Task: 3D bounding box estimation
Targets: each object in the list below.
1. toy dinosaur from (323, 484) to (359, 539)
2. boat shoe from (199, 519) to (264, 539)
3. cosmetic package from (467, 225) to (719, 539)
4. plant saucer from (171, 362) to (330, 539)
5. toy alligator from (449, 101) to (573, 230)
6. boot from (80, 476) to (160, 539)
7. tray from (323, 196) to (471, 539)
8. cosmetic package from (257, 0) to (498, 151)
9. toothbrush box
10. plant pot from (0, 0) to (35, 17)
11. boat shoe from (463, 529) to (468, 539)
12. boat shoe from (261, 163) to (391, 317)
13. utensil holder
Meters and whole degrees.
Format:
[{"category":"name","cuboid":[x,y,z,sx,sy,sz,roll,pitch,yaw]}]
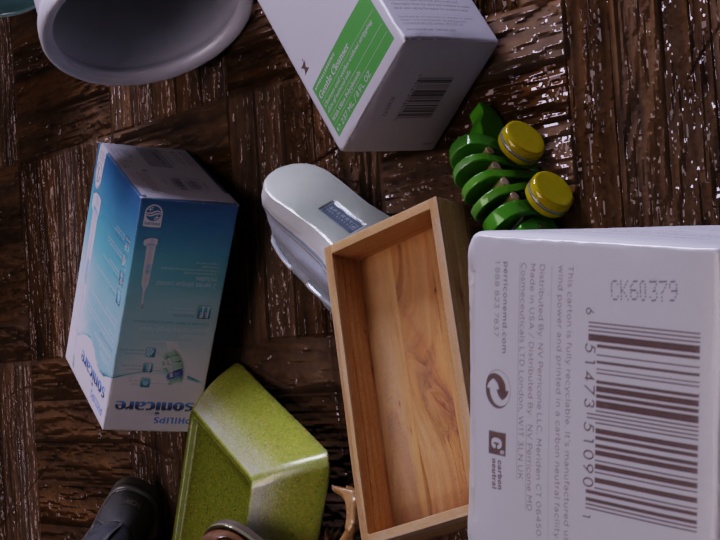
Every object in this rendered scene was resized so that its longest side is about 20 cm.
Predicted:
[{"category":"toy dinosaur","cuboid":[0.009,0.208,1.167,0.200,0.060,0.107,-167,82,-82]},{"category":"boat shoe","cuboid":[-0.069,0.277,1.193,0.072,0.068,0.200,-25,94,43]},{"category":"cosmetic package","cuboid":[0.178,0.061,0.824,0.165,0.200,0.165,5,95,52]},{"category":"plant saucer","cuboid":[-0.097,0.197,1.301,0.200,0.048,0.200,36,120,59]},{"category":"toy alligator","cuboid":[0.100,-0.027,1.049,0.059,0.054,0.200,-52,52,41]},{"category":"boot","cuboid":[-0.238,0.283,1.413,0.200,0.072,0.182,-72,-1,-64]},{"category":"tray","cuboid":[0.035,0.065,1.056,0.098,0.037,0.201,-23,66,37]},{"category":"cosmetic package","cuboid":[0.000,-0.188,1.154,0.200,0.085,0.108,60,138,31]},{"category":"toothbrush box","cuboid":[-0.175,0.013,1.375,0.146,0.085,0.201,-137,55,-60]},{"category":"plant pot","cuboid":[-0.366,-0.354,1.575,0.200,0.200,0.135,-30,41,50]},{"category":"boat shoe","cuboid":[0.104,0.165,1.035,0.200,0.074,0.076,35,119,47]},{"category":"boat shoe","cuboid":[-0.001,0.000,1.189,0.201,0.070,0.072,44,149,38]},{"category":"utensil holder","cuboid":[-0.193,-0.277,1.344,0.170,0.170,0.200,-47,53,44]}]
